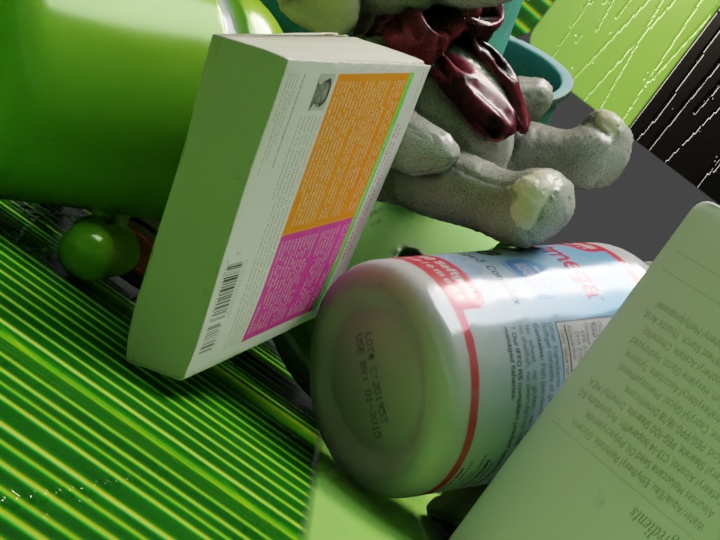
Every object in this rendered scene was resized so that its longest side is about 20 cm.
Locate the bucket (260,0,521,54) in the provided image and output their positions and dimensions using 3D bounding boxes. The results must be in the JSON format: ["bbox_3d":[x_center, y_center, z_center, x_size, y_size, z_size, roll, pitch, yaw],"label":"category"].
[{"bbox_3d":[0.009,-0.195,1.252,0.207,0.135,0.207,11,20,-4],"label":"bucket"}]

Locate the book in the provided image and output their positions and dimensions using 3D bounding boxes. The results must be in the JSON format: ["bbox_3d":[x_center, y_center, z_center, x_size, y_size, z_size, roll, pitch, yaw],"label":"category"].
[{"bbox_3d":[-0.034,-0.032,0.917,0.048,0.134,0.200,20,10,12],"label":"book"}]

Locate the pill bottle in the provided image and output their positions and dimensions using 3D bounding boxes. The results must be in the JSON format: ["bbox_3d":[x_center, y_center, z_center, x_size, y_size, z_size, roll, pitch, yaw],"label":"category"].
[{"bbox_3d":[0.082,0.043,1.024,0.200,0.109,0.109,-5,31,-38],"label":"pill bottle"}]

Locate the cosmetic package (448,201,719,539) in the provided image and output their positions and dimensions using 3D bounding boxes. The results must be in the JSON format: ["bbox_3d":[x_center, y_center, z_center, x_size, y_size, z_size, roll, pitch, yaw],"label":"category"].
[{"bbox_3d":[0.177,0.111,0.917,0.165,0.200,0.165,36,2,-26],"label":"cosmetic package"}]

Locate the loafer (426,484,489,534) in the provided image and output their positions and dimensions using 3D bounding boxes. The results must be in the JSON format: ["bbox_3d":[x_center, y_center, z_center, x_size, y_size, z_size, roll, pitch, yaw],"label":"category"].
[{"bbox_3d":[0.087,0.118,1.099,0.076,0.068,0.200,37,2,10],"label":"loafer"}]

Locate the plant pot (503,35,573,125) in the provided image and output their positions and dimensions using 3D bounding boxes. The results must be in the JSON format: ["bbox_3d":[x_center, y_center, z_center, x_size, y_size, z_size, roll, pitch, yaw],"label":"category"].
[{"bbox_3d":[0.014,-0.053,1.378,0.200,0.197,0.200,13,20,-5],"label":"plant pot"}]

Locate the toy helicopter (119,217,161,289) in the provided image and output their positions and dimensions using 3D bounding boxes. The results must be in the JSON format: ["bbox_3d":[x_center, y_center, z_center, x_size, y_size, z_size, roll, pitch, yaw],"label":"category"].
[{"bbox_3d":[-0.111,-0.022,1.148,0.132,0.079,0.200,28,-13,25],"label":"toy helicopter"}]

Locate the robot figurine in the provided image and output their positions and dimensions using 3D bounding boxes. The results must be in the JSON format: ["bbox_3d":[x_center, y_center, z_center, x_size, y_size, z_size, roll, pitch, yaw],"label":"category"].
[{"bbox_3d":[-0.118,-0.085,0.981,0.200,0.176,0.116,7,3,-30],"label":"robot figurine"}]

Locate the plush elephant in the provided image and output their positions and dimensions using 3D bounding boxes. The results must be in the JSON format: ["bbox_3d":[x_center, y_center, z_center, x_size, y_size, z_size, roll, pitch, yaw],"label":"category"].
[{"bbox_3d":[0.039,-0.116,1.074,0.200,0.155,0.165,12,19,25],"label":"plush elephant"}]

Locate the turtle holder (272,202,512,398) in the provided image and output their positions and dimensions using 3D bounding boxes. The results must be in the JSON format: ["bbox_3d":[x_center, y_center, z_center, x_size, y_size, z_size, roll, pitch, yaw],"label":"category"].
[{"bbox_3d":[-0.002,0.009,1.171,0.185,0.141,0.132,30,-35,2],"label":"turtle holder"}]
